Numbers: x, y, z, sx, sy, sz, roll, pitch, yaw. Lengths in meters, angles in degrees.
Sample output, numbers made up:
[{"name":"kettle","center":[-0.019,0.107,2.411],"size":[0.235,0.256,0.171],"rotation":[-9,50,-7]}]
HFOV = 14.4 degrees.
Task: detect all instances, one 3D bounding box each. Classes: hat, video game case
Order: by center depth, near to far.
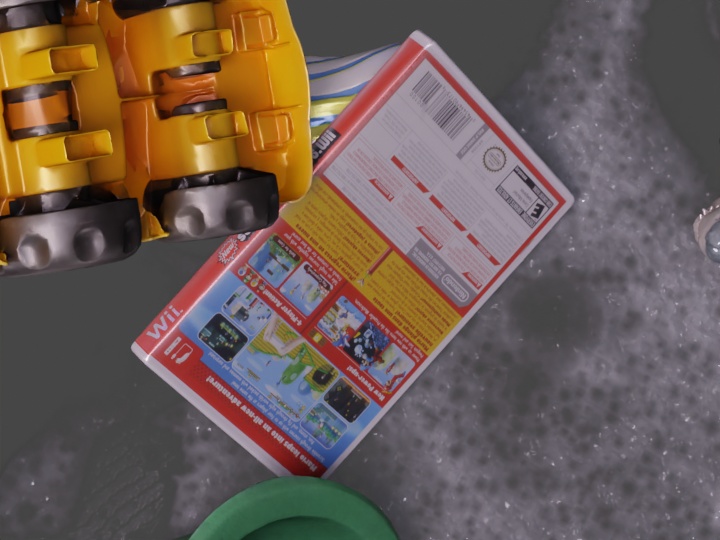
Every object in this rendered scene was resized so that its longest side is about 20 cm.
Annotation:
[{"name":"video game case","center":[0.000,0.000,1.361],"size":[0.200,0.017,0.143],"rotation":[-48,134,-2]},{"name":"hat","center":[-0.100,0.167,1.402],"size":[0.199,0.175,0.167],"rotation":[11,90,-43]}]

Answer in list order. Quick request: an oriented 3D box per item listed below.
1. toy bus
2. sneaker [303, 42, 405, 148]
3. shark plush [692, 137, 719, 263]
[{"name":"toy bus","center":[-0.148,-0.066,1.278],"size":[0.199,0.191,0.137],"rotation":[-12,92,-44]},{"name":"sneaker","center":[-0.068,-0.088,1.362],"size":[0.199,0.076,0.106],"rotation":[-24,94,-3]},{"name":"shark plush","center":[0.258,-0.016,1.391],"size":[0.199,0.083,0.092],"rotation":[8,92,-6]}]
